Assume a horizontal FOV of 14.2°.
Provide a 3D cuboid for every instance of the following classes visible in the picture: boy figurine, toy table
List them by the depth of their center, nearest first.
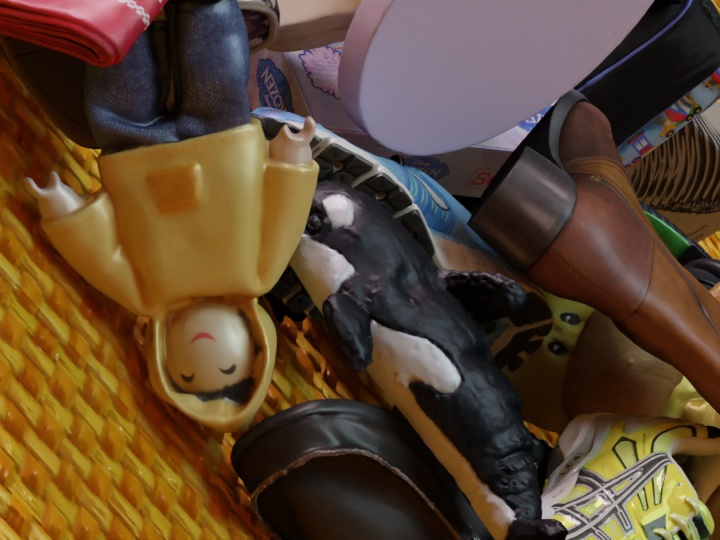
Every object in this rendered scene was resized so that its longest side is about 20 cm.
[{"bbox_3d":[-0.078,-0.027,1.205,0.064,0.124,0.201,-131,-144,-80],"label":"boy figurine"},{"bbox_3d":[0.049,-0.152,1.393,0.117,0.200,0.184,39,-28,45],"label":"toy table"}]

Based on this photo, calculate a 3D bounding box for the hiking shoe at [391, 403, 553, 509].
[{"bbox_3d":[0.067,0.109,1.397,0.200,0.074,0.087,55,12,-36],"label":"hiking shoe"}]

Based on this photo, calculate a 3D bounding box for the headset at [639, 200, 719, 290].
[{"bbox_3d":[0.206,0.040,1.811,0.200,0.094,0.123,46,23,12],"label":"headset"}]

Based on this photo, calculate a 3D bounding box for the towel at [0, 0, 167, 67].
[{"bbox_3d":[-0.118,-0.166,1.190,0.023,0.144,0.200,88,26,-47],"label":"towel"}]

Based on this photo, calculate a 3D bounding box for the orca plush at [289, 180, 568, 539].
[{"bbox_3d":[0.041,0.032,1.229,0.200,0.071,0.105,58,12,30],"label":"orca plush"}]

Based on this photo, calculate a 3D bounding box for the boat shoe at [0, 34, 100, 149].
[{"bbox_3d":[-0.141,-0.142,1.269,0.065,0.073,0.201,109,-40,-75],"label":"boat shoe"}]

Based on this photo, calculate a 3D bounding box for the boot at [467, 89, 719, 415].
[{"bbox_3d":[0.153,0.004,1.388,0.200,0.069,0.188,38,12,-2],"label":"boot"}]

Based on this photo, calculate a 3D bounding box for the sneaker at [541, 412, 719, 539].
[{"bbox_3d":[0.114,0.123,1.287,0.076,0.076,0.200,66,28,-27],"label":"sneaker"}]

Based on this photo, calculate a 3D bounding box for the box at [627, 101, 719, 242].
[{"bbox_3d":[0.183,-0.101,1.909,0.200,0.082,0.069,38,30,-39],"label":"box"}]

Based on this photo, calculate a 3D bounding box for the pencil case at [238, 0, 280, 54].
[{"bbox_3d":[-0.097,-0.198,1.368,0.089,0.078,0.201,-5,79,-40],"label":"pencil case"}]

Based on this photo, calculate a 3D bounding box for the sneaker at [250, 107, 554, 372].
[{"bbox_3d":[0.002,-0.018,1.346,0.200,0.078,0.090,37,16,-40],"label":"sneaker"}]

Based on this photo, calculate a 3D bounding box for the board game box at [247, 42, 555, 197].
[{"bbox_3d":[0.012,-0.129,1.521,0.199,0.041,0.200,5,50,-37],"label":"board game box"}]

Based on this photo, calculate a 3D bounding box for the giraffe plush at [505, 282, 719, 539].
[{"bbox_3d":[0.142,0.055,1.481,0.162,0.199,0.173,38,53,-34],"label":"giraffe plush"}]

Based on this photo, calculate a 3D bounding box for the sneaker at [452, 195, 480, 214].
[{"bbox_3d":[0.067,-0.018,1.542,0.200,0.079,0.076,30,35,-47],"label":"sneaker"}]

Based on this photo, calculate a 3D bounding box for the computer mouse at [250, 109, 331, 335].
[{"bbox_3d":[0.000,0.000,1.418,0.200,0.044,0.110,31,33,-49],"label":"computer mouse"}]

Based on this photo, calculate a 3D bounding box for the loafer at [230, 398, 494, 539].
[{"bbox_3d":[0.020,0.127,1.245,0.200,0.073,0.072,42,24,-36],"label":"loafer"}]

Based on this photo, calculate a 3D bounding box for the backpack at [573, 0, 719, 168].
[{"bbox_3d":[0.096,-0.157,1.680,0.200,0.182,0.134,56,10,29],"label":"backpack"}]
